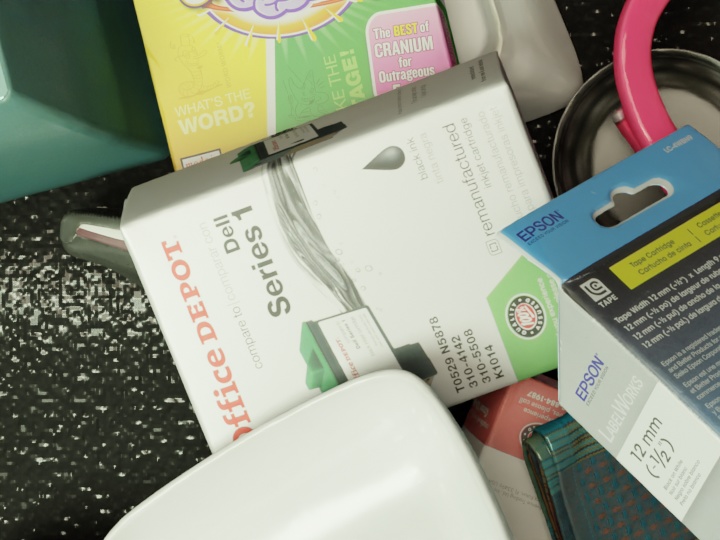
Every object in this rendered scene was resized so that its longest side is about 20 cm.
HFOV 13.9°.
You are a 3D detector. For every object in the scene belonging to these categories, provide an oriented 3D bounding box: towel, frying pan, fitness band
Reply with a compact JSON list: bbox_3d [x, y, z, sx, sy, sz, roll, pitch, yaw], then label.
[{"bbox_3d":[0.187,0.107,1.439,0.200,0.022,0.147,-22,105,-14],"label":"towel"},{"bbox_3d":[0.182,-0.029,1.488,0.190,0.031,0.115,43,93,1],"label":"frying pan"},{"bbox_3d":[0.212,-0.078,1.463,0.144,0.037,0.200,-39,93,-8],"label":"fitness band"}]

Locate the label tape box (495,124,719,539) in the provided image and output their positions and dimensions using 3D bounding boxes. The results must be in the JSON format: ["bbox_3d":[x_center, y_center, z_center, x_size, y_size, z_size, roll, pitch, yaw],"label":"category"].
[{"bbox_3d":[0.170,0.038,1.366,0.200,0.143,0.066,43,138,22],"label":"label tape box"}]

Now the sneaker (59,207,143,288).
[{"bbox_3d":[-0.069,0.040,1.510,0.200,0.076,0.116,15,96,8],"label":"sneaker"}]

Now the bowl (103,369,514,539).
[{"bbox_3d":[-0.010,0.166,1.354,0.200,0.075,0.200,-31,53,12],"label":"bowl"}]

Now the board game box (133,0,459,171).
[{"bbox_3d":[-0.037,-0.138,1.487,0.153,0.040,0.200,-15,88,9],"label":"board game box"}]

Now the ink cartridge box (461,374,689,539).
[{"bbox_3d":[0.084,0.158,1.472,0.116,0.067,0.200,23,93,-10],"label":"ink cartridge box"}]

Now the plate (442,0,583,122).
[{"bbox_3d":[-0.009,-0.148,1.520,0.200,0.032,0.200,-20,86,8],"label":"plate"}]

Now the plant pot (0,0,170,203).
[{"bbox_3d":[-0.198,-0.109,1.466,0.141,0.200,0.141,-15,88,9],"label":"plant pot"}]

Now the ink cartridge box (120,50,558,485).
[{"bbox_3d":[0.000,0.000,1.426,0.200,0.084,0.146,-21,103,5],"label":"ink cartridge box"}]
